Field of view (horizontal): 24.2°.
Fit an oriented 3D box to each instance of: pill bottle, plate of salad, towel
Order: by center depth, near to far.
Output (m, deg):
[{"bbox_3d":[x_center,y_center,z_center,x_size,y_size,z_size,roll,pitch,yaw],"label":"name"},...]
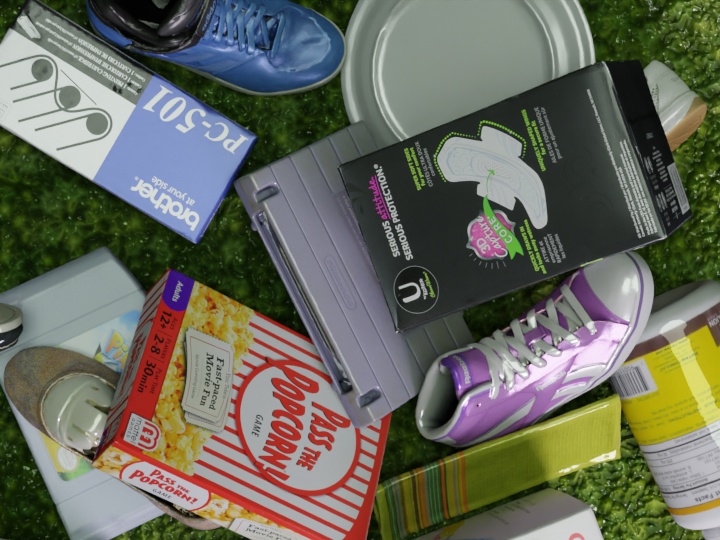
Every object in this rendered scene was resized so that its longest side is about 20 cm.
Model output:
[{"bbox_3d":[0.262,0.117,1.258,0.108,0.109,0.202,-25,92,-5],"label":"pill bottle"},{"bbox_3d":[0.104,0.151,1.258,0.198,0.086,0.018,-20,57,-6],"label":"towel"},{"bbox_3d":[0.081,-0.151,1.267,0.198,0.048,0.203,2,97,17],"label":"plate of salad"}]

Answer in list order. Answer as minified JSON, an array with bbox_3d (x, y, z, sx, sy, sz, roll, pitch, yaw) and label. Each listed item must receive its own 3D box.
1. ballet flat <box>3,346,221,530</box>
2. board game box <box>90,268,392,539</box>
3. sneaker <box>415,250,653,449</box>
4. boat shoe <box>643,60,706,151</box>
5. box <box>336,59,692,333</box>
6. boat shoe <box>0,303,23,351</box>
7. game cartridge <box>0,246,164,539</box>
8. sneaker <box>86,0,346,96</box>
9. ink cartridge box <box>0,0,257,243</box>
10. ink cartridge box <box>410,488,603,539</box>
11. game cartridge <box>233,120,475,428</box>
[{"bbox_3d":[-0.170,0.118,1.206,0.199,0.067,0.069,32,86,-4],"label":"ballet flat"},{"bbox_3d":[-0.078,0.109,1.200,0.199,0.046,0.153,27,50,-18],"label":"board game box"},{"bbox_3d":[0.120,0.061,1.204,0.201,0.114,0.073,-50,56,23],"label":"sneaker"},{"bbox_3d":[0.168,-0.081,1.278,0.199,0.071,0.070,-39,73,1],"label":"boat shoe"},{"bbox_3d":[0.111,-0.054,1.165,0.198,0.148,0.126,-19,91,19],"label":"box"},{"bbox_3d":[-0.331,0.070,1.214,0.197,0.075,0.067,-10,104,7],"label":"boat shoe"},{"bbox_3d":[-0.193,0.092,1.255,0.132,0.040,0.202,-25,92,-9],"label":"game cartridge"},{"bbox_3d":[-0.104,-0.180,1.227,0.198,0.111,0.078,15,88,-5],"label":"sneaker"},{"bbox_3d":[-0.184,-0.111,1.252,0.199,0.044,0.095,31,88,-4],"label":"ink cartridge box"},{"bbox_3d":[0.090,0.265,1.222,0.198,0.145,0.149,-21,90,-6],"label":"ink cartridge box"},{"bbox_3d":[0.000,0.000,1.244,0.129,0.038,0.202,-28,92,-43],"label":"game cartridge"}]
